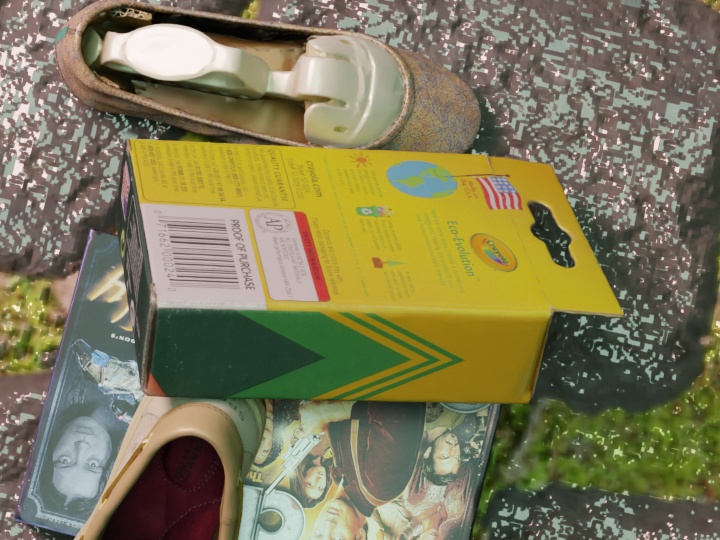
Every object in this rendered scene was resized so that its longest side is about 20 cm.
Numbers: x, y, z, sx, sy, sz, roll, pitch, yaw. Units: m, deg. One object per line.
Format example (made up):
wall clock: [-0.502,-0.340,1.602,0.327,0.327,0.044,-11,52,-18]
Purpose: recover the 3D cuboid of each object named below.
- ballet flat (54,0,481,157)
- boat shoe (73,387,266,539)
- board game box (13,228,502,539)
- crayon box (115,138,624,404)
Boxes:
ballet flat: [-0.042,-0.083,0.988,0.199,0.067,0.069,7,81,-2]
boat shoe: [-0.096,0.135,0.927,0.074,0.066,0.201,17,108,-1]
board game box: [-0.041,0.072,0.984,0.199,0.035,0.136,14,83,-1]
crayon box: [0.000,0.000,0.940,0.199,0.127,0.051,2,124,-13]
